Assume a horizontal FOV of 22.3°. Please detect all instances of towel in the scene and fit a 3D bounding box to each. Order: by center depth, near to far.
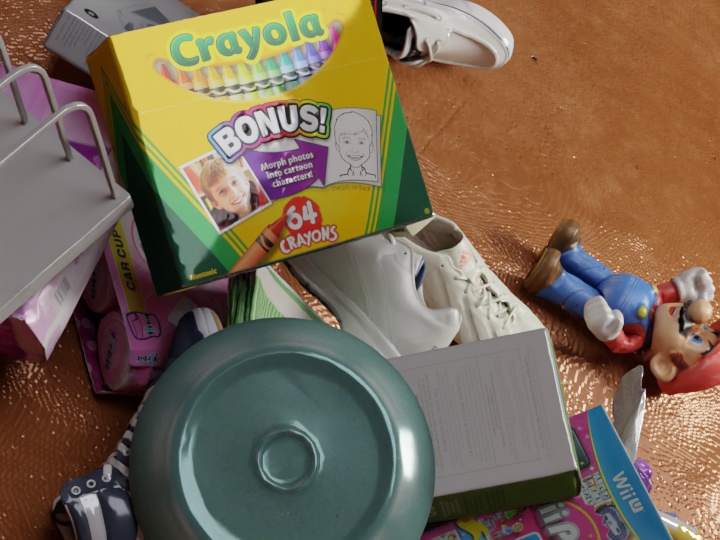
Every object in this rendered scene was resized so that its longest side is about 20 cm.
[{"bbox_3d":[-0.053,0.102,1.287,0.153,0.023,0.201,48,35,-52],"label":"towel"}]

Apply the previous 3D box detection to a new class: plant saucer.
[{"bbox_3d":[-0.048,0.123,1.164,0.199,0.036,0.201,1,74,-5],"label":"plant saucer"}]

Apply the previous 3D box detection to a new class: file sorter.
[{"bbox_3d":[-0.271,-0.086,1.164,0.200,0.125,0.139,37,67,25],"label":"file sorter"}]

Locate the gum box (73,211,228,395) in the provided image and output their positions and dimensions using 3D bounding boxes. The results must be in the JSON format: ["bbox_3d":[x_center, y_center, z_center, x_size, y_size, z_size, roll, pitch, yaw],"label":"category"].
[{"bbox_3d":[-0.153,0.001,1.341,0.113,0.066,0.201,3,55,-36],"label":"gum box"}]

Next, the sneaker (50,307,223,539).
[{"bbox_3d":[-0.147,0.116,1.211,0.108,0.070,0.201,6,69,-12],"label":"sneaker"}]

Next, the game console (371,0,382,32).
[{"bbox_3d":[-0.002,-0.165,1.506,0.031,0.201,0.178,4,50,3],"label":"game console"}]

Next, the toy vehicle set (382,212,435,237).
[{"bbox_3d":[-0.033,-0.111,1.390,0.026,0.124,0.200,-41,108,-20],"label":"toy vehicle set"}]

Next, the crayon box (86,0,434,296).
[{"bbox_3d":[-0.067,-0.092,1.257,0.199,0.058,0.174,-16,90,-27],"label":"crayon box"}]

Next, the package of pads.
[{"bbox_3d":[-0.231,-0.041,1.252,0.120,0.076,0.201,16,60,12],"label":"package of pads"}]

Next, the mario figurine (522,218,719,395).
[{"bbox_3d":[0.250,0.025,1.585,0.199,0.106,0.124,32,77,1],"label":"mario figurine"}]

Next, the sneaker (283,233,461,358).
[{"bbox_3d":[0.000,0.000,1.380,0.200,0.087,0.074,50,4,18],"label":"sneaker"}]

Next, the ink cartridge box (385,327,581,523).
[{"bbox_3d":[0.042,0.114,1.234,0.199,0.059,0.104,-11,65,3],"label":"ink cartridge box"}]

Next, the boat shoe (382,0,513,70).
[{"bbox_3d":[0.046,-0.218,1.676,0.199,0.074,0.066,17,51,-11],"label":"boat shoe"}]

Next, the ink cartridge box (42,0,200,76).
[{"bbox_3d":[-0.142,-0.164,1.454,0.199,0.041,0.200,33,19,-11],"label":"ink cartridge box"}]

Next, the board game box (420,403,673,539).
[{"bbox_3d":[0.105,0.197,1.248,0.199,0.064,0.148,-21,55,-6],"label":"board game box"}]

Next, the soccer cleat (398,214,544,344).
[{"bbox_3d":[0.081,0.010,1.497,0.200,0.078,0.069,35,42,-7],"label":"soccer cleat"}]

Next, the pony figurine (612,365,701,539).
[{"bbox_3d":[0.174,0.190,1.383,0.200,0.166,0.194,36,48,-28],"label":"pony figurine"}]

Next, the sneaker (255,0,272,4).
[{"bbox_3d":[-0.049,-0.237,1.522,0.076,0.147,0.202,3,20,2],"label":"sneaker"}]
